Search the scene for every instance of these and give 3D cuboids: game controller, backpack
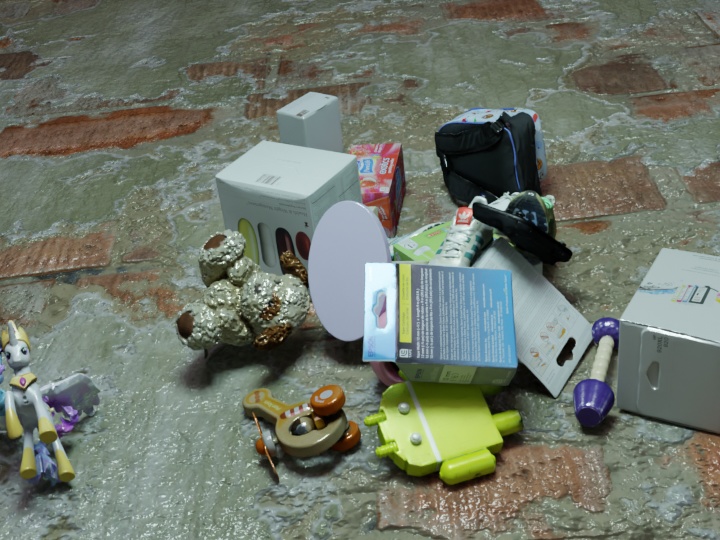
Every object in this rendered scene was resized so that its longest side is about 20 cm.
[{"bbox_3d":[0.237,-0.056,1.654,0.104,0.042,0.200,34,4,33],"label":"game controller"},{"bbox_3d":[0.231,-0.207,2.014,0.189,0.202,0.154,12,30,40],"label":"backpack"}]

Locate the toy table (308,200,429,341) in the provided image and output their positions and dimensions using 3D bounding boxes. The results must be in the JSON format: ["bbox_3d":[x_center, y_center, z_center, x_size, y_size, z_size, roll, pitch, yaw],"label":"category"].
[{"bbox_3d":[0.000,0.000,1.689,0.182,0.202,0.117,11,5,22],"label":"toy table"}]

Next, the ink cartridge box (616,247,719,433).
[{"bbox_3d":[0.442,0.090,1.512,0.144,0.148,0.200,12,36,28],"label":"ink cartridge box"}]

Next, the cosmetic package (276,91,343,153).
[{"bbox_3d":[-0.086,-0.213,2.061,0.074,0.201,0.102,17,38,34],"label":"cosmetic package"}]

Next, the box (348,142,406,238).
[{"bbox_3d":[0.021,-0.145,2.030,0.099,0.096,0.201,-1,32,11],"label":"box"}]

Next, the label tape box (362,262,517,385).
[{"bbox_3d":[0.100,0.070,1.483,0.198,0.066,0.144,2,62,-3],"label":"label tape box"}]

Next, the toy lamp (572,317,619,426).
[{"bbox_3d":[0.327,0.139,1.543,0.058,0.059,0.200,5,34,19],"label":"toy lamp"}]

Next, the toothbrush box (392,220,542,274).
[{"bbox_3d":[0.165,0.008,1.761,0.145,0.087,0.200,-23,34,-27],"label":"toothbrush box"}]

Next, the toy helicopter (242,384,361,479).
[{"bbox_3d":[-0.103,0.206,1.527,0.132,0.079,0.199,-37,31,-26],"label":"toy helicopter"}]

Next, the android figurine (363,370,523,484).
[{"bbox_3d":[0.105,0.193,1.469,0.198,0.041,0.183,-12,57,-13],"label":"android figurine"}]

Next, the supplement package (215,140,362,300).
[{"bbox_3d":[-0.109,-0.082,1.855,0.190,0.201,0.147,13,37,30],"label":"supplement package"}]

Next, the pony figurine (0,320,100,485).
[{"bbox_3d":[-0.436,0.188,1.522,0.165,0.194,0.201,-17,51,-11],"label":"pony figurine"}]

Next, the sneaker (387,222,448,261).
[{"bbox_3d":[0.069,-0.036,1.864,0.199,0.078,0.086,-26,32,-28],"label":"sneaker"}]

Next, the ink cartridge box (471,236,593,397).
[{"bbox_3d":[0.227,0.070,1.611,0.050,0.200,0.162,-40,6,48],"label":"ink cartridge box"}]

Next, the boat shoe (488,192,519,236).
[{"bbox_3d":[0.242,-0.098,1.851,0.073,0.067,0.199,29,15,31],"label":"boat shoe"}]

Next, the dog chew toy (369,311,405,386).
[{"bbox_3d":[0.086,0.089,1.621,0.123,0.126,0.200,4,24,18],"label":"dog chew toy"}]

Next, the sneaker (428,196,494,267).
[{"bbox_3d":[0.142,-0.041,1.669,0.070,0.094,0.200,12,33,26],"label":"sneaker"}]

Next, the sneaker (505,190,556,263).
[{"bbox_3d":[0.275,-0.089,1.779,0.076,0.200,0.089,16,71,19],"label":"sneaker"}]

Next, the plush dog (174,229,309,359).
[{"bbox_3d":[-0.157,0.055,1.681,0.170,0.161,0.201,1,57,23],"label":"plush dog"}]
